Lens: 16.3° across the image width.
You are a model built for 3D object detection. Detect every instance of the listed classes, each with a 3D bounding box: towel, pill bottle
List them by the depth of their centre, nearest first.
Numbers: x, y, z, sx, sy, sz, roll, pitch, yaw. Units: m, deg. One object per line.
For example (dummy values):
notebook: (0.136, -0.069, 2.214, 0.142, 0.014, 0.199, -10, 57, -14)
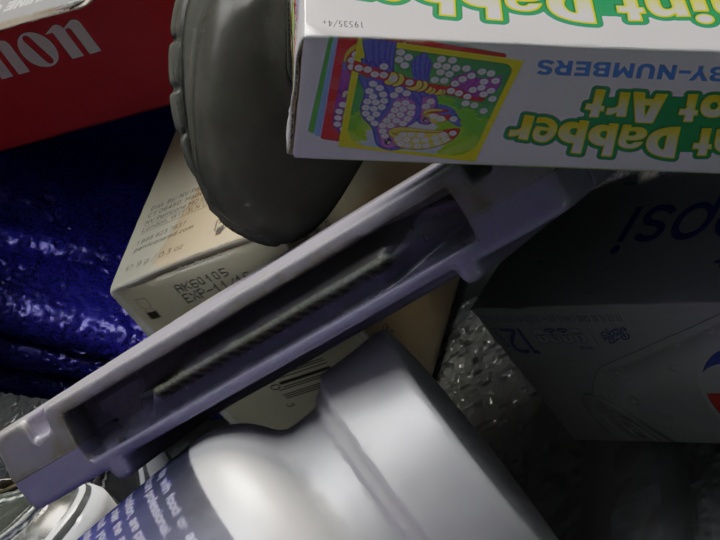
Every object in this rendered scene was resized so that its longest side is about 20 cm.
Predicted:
pill bottle: (-0.040, 0.116, 0.712, 0.200, 0.116, 0.116, -41, 29, 3)
towel: (-0.086, -0.035, 0.977, 0.147, 0.050, 0.201, 7, 47, 11)

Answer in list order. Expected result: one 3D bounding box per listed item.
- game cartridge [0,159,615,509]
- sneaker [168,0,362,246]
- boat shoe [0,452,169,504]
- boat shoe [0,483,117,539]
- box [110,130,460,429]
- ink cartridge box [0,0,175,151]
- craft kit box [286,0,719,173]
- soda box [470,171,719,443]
game cartridge: (0.000, 0.000, 0.727, 0.199, 0.039, 0.129, -30, -2, 31)
sneaker: (0.004, -0.103, 0.780, 0.091, 0.076, 0.201, 18, 88, 56)
boat shoe: (-0.114, 0.107, 0.865, 0.070, 0.066, 0.201, -26, 32, 25)
boat shoe: (-0.171, 0.104, 0.788, 0.198, 0.068, 0.074, -25, 17, 15)
box: (-0.009, -0.044, 0.915, 0.077, 0.095, 0.201, -20, 37, 34)
ink cartridge box: (-0.119, -0.106, 0.936, 0.199, 0.084, 0.176, -12, 39, 36)
craft kit box: (0.077, -0.106, 0.670, 0.198, 0.049, 0.198, 1, 47, -6)
soda box: (0.129, 0.006, 0.709, 0.199, 0.064, 0.068, -3, 45, 48)
